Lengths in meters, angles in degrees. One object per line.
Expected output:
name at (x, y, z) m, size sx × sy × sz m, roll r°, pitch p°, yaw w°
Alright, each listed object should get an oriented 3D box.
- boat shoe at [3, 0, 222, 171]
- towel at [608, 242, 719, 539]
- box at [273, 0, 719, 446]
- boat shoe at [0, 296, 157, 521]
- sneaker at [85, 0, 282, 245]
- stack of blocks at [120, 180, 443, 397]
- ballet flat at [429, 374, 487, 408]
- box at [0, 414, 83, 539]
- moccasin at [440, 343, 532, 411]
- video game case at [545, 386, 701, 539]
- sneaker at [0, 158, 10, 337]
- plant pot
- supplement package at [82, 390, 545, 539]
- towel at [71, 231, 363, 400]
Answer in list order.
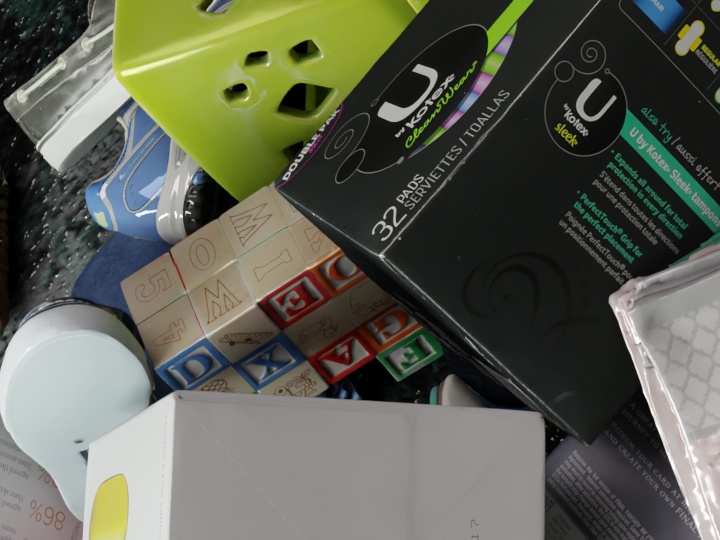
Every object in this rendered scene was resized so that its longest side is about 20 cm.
boat shoe at (-0.135, -0.146, 1.161) m, size 0.200 × 0.071 × 0.064 m, roll -42°, pitch 91°, yaw 15°
towel at (0.215, 0.058, 0.710) m, size 0.198 × 0.032 × 0.193 m, roll -24°, pitch 94°, yaw 6°
box at (0.088, -0.059, 0.789) m, size 0.200 × 0.124 × 0.148 m, roll -50°, pitch 23°, yaw -3°
boat shoe at (-0.138, 0.046, 0.944) m, size 0.070 × 0.201 × 0.092 m, roll -13°, pitch 61°, yaw -6°
sneaker at (-0.092, -0.093, 1.073) m, size 0.076 × 0.076 × 0.201 m, roll 0°, pitch 41°, yaw 18°
stack of blocks at (0.000, 0.000, 0.934) m, size 0.199 × 0.115 × 0.059 m, roll -32°, pitch 52°, yaw 5°
ballet flat at (0.067, 0.144, 0.879) m, size 0.069 × 0.069 × 0.202 m, roll -15°, pitch 63°, yaw 32°
box at (-0.212, 0.168, 1.021) m, size 0.105 × 0.152 × 0.202 m, roll -5°, pitch 65°, yaw 36°
moccasin at (0.124, -0.003, 0.894) m, size 0.200 × 0.068 × 0.081 m, roll -41°, pitch 48°, yaw 12°
video game case at (0.164, 0.076, 0.783) m, size 0.200 × 0.019 × 0.143 m, roll -47°, pitch 52°, yaw 7°
sneaker at (-0.254, -0.041, 1.218) m, size 0.076 × 0.070 × 0.200 m, roll -45°, pitch 48°, yaw 10°
plant pot at (0.005, -0.152, 0.987) m, size 0.180 × 0.199 × 0.202 m, roll -14°, pitch 58°, yaw 25°
supplement package at (-0.028, 0.139, 0.798) m, size 0.200 × 0.149 × 0.154 m, roll 149°, pitch 124°, yaw -71°
towel at (-0.083, 0.044, 1.052) m, size 0.112 × 0.048 × 0.200 m, roll -46°, pitch 48°, yaw 10°
